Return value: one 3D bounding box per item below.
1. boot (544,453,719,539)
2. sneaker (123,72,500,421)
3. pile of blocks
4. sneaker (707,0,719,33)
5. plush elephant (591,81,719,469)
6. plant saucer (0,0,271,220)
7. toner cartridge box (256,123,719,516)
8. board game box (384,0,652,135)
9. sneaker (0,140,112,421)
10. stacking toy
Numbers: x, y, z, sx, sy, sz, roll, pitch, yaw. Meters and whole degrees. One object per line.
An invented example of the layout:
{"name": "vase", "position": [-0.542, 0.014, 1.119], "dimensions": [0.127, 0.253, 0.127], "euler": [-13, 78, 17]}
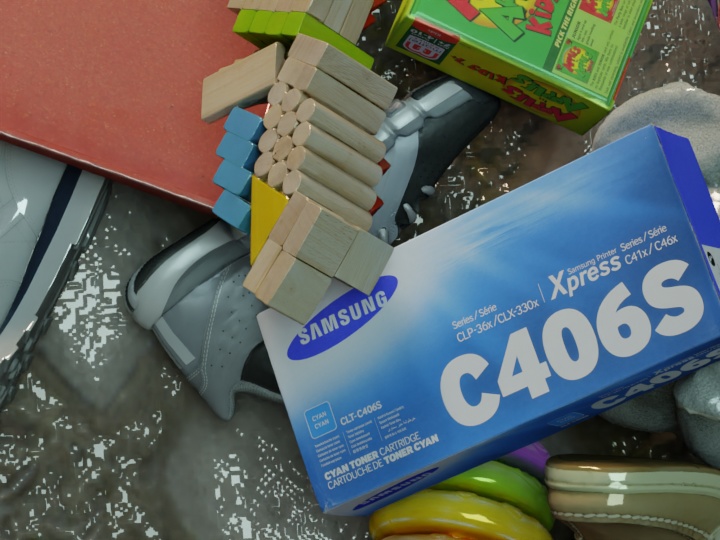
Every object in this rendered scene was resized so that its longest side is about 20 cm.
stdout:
{"name": "boot", "position": [0.126, 0.163, 1.147], "dimensions": [0.072, 0.200, 0.155], "euler": [6, 79, 27]}
{"name": "sneaker", "position": [0.000, 0.000, 1.216], "dimensions": [0.200, 0.075, 0.116], "euler": [-33, 91, -3]}
{"name": "pile of blocks", "position": [-0.021, -0.060, 1.143], "dimensions": [0.062, 0.082, 0.201], "euler": [30, 53, -40]}
{"name": "sneaker", "position": [0.172, -0.121, 1.128], "dimensions": [0.081, 0.200, 0.083], "euler": [-40, 102, 6]}
{"name": "plush elephant", "position": [0.162, 0.004, 1.165], "dimensions": [0.199, 0.155, 0.165], "euler": [-8, 78, -36]}
{"name": "plant saucer", "position": [-0.112, -0.119, 1.203], "dimensions": [0.199, 0.037, 0.200], "euler": [20, 55, -5]}
{"name": "toner cartridge box", "position": [0.060, 0.024, 1.112], "dimensions": [0.200, 0.043, 0.095], "euler": [-26, 72, 22]}
{"name": "board game box", "position": [0.097, -0.175, 1.198], "dimensions": [0.101, 0.048, 0.201], "euler": [24, 74, -6]}
{"name": "sneaker", "position": [-0.182, 0.017, 1.180], "dimensions": [0.080, 0.076, 0.200], "euler": [25, 67, -1]}
{"name": "stacking toy", "position": [0.050, 0.106, 1.192], "dimensions": [0.116, 0.110, 0.201], "euler": [9, 65, 10]}
